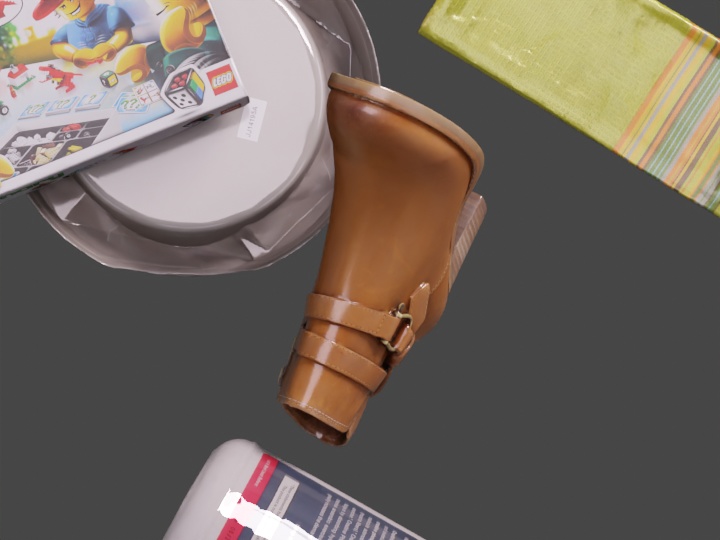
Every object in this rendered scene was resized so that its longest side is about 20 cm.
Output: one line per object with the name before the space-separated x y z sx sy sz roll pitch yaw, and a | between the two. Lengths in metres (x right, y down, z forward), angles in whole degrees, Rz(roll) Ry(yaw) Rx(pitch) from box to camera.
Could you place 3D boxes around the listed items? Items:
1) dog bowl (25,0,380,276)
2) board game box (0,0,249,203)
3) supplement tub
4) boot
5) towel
dog bowl | -0.091 -0.090 1.294 0.200 0.059 0.200 0 86 -3
board game box | -0.172 -0.108 1.244 0.200 0.035 0.126 -22 87 -4
supplement tub | -0.016 0.189 1.236 0.200 0.140 0.140 30 85 0
boot | 0.000 0.000 1.223 0.074 0.200 0.155 24 76 25
towel | 0.137 -0.114 1.328 0.200 0.018 0.086 31 84 0
